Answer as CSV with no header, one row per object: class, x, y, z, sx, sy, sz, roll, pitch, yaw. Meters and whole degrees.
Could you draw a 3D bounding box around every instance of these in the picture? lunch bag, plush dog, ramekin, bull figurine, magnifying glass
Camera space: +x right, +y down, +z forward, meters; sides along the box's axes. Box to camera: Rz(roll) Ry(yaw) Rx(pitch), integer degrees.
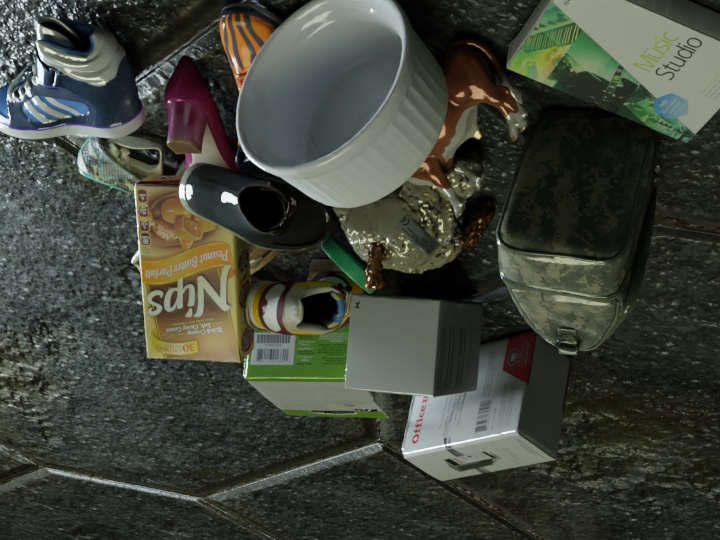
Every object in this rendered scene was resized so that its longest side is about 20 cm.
lunch bag,0.223,-0.039,1.474,0.138,0.202,0.169,9,145,16
plush dog,0.052,-0.046,1.609,0.198,0.163,0.171,-1,168,24
ramekin,-0.013,-0.158,1.396,0.199,0.203,0.098,-9,148,35
bull figurine,0.082,-0.132,1.457,0.121,0.065,0.201,38,126,2
magnifying glass,0.000,0.000,1.709,0.080,0.022,0.200,45,-175,13

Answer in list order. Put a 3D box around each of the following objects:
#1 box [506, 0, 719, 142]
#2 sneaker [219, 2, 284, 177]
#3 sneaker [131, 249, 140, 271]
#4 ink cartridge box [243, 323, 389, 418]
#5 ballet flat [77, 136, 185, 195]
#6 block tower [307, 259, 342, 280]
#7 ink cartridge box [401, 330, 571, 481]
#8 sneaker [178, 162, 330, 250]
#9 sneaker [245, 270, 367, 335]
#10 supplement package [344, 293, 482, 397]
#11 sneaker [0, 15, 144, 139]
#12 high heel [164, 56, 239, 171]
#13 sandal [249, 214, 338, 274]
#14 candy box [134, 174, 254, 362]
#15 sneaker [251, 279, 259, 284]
box,0.251,-0.202,1.357,0.198,0.037,0.145,22,148,-8
sneaker,-0.096,-0.170,1.488,0.077,0.113,0.201,0,145,24
sneaker,-0.210,-0.004,1.747,0.077,0.089,0.199,47,167,-34
ink cartridge box,-0.049,0.128,1.858,0.146,0.077,0.200,0,161,13
ballet flat,-0.227,-0.108,1.696,0.198,0.075,0.074,20,149,-15
block tower,-0.011,0.058,1.862,0.057,0.054,0.201,0,144,23
ink cartridge box,0.161,0.176,1.881,0.083,0.148,0.199,35,145,-32
sneaker,-0.088,-0.055,1.554,0.199,0.076,0.106,14,-176,-43
sneaker,-0.039,0.043,1.683,0.089,0.076,0.199,9,-168,37
supplement package,0.065,0.087,1.737,0.112,0.111,0.200,4,179,19
sneaker,-0.331,-0.216,1.565,0.198,0.081,0.147,6,139,21
high heel,-0.170,-0.158,1.622,0.066,0.097,0.200,1,167,17
sandal,-0.111,-0.046,1.748,0.211,0.078,0.070,-21,104,49
candy box,-0.184,-0.002,1.638,0.114,0.055,0.203,2,106,14
sneaker,-0.142,0.027,1.861,0.199,0.109,0.068,-13,148,-24
